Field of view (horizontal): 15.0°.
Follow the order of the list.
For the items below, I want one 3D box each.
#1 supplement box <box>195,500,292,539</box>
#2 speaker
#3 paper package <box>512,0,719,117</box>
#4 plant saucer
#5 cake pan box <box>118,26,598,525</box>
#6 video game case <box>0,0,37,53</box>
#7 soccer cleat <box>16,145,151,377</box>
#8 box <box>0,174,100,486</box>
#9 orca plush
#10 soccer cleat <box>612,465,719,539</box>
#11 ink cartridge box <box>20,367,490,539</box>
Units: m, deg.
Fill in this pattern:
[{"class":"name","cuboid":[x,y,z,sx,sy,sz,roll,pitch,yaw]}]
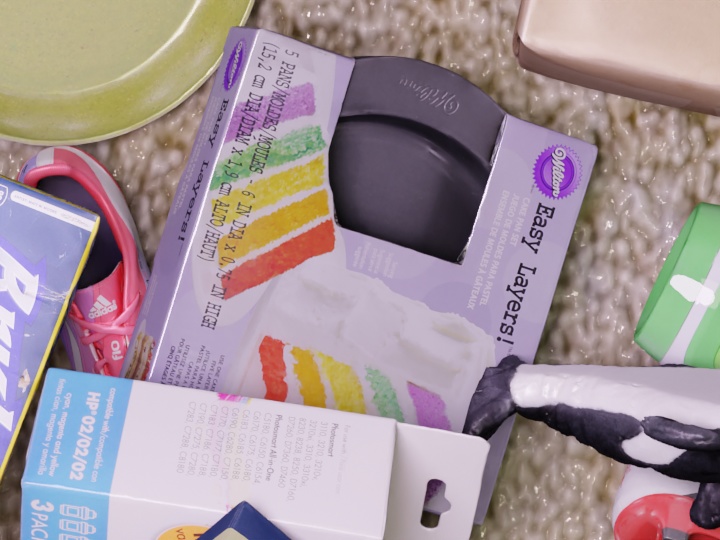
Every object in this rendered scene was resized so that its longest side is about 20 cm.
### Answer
[{"class":"supplement box","cuboid":[-0.085,0.245,1.137,0.134,0.200,0.200,40,127,-11]},{"class":"speaker","cuboid":[0.232,0.044,1.278,0.199,0.088,0.089,26,91,2]},{"class":"paper package","cuboid":[0.182,-0.167,1.270,0.198,0.103,0.192,11,89,3]},{"class":"plant saucer","cuboid":[-0.144,-0.160,1.291,0.198,0.031,0.202,-4,107,-14]},{"class":"cake pan box","cuboid":[0.000,0.000,1.275,0.183,0.052,0.201,19,89,-21]},{"class":"video game case","cuboid":[-0.287,-0.119,1.328,0.200,0.024,0.182,37,92,1]},{"class":"soccer cleat","cuboid":[-0.112,0.036,1.295,0.066,0.076,0.201,-23,89,2]},{"class":"box","cuboid":[-0.182,0.058,1.218,0.070,0.064,0.201,21,86,-7]},{"class":"orca plush","cuboid":[0.140,0.085,1.212,0.198,0.105,0.072,0,104,19]},{"class":"soccer cleat","cuboid":[0.207,0.140,1.290,0.199,0.086,0.069,27,133,-14]},{"class":"ink cartridge box","cuboid":[-0.049,0.117,1.218,0.198,0.116,0.068,8,49,0]}]
